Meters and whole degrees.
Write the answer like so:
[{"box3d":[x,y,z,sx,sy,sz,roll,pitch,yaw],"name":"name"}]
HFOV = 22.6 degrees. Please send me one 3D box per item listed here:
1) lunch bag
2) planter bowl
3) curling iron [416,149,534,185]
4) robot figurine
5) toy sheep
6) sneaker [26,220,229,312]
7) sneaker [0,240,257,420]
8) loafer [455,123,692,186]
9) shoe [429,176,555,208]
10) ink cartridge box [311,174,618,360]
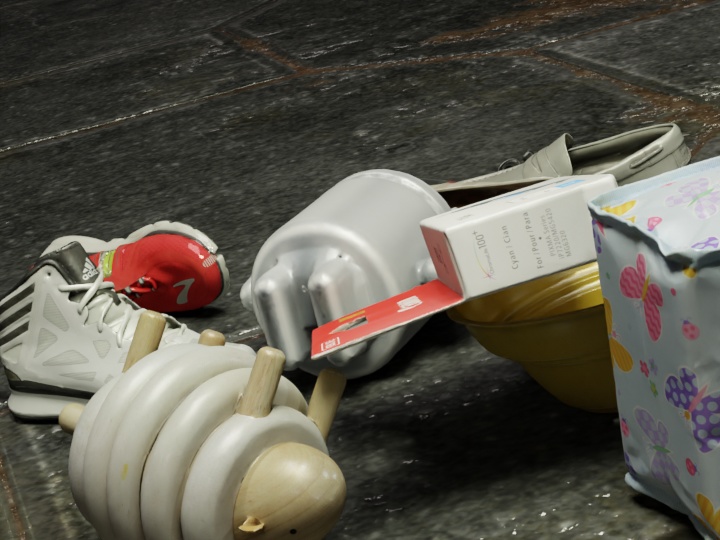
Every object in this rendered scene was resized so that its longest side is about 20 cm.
[{"box3d":[0.228,0.023,0.903,0.200,0.170,0.127,-19,23,-15],"name":"lunch bag"},{"box3d":[0.157,0.028,1.058,0.200,0.084,0.200,-19,12,4],"name":"planter bowl"},{"box3d":[0.082,-0.073,1.533,0.200,0.026,0.050,0,58,44],"name":"curling iron"},{"box3d":[0.000,0.000,1.222,0.169,0.113,0.200,-2,20,26],"name":"robot figurine"},{"box3d":[-0.086,0.097,0.945,0.200,0.138,0.138,14,31,44],"name":"toy sheep"},{"box3d":[-0.187,0.017,1.393,0.200,0.077,0.085,-8,28,36],"name":"sneaker"},{"box3d":[-0.165,0.039,1.209,0.200,0.116,0.076,-3,19,25],"name":"sneaker"},{"box3d":[0.158,-0.075,1.410,0.199,0.070,0.070,-11,32,8],"name":"loafer"},{"box3d":[0.064,-0.041,1.366,0.199,0.053,0.070,-6,63,11],"name":"shoe"},{"box3d":[0.049,-0.006,1.004,0.176,0.045,0.200,-19,3,-1],"name":"ink cartridge box"}]
